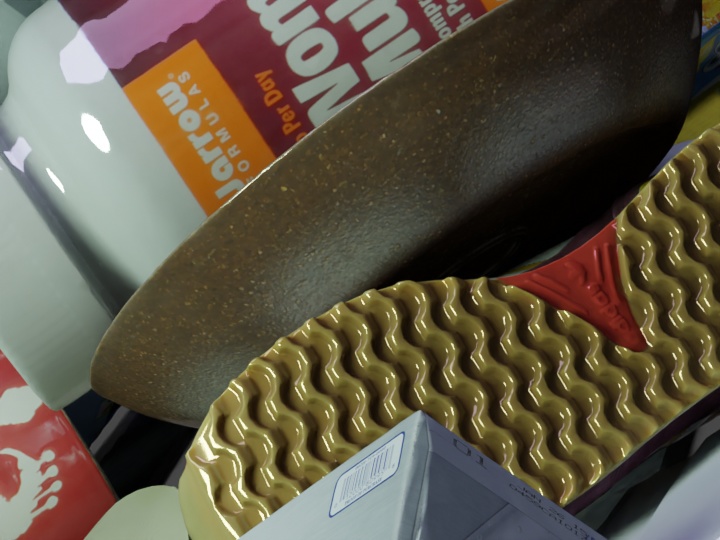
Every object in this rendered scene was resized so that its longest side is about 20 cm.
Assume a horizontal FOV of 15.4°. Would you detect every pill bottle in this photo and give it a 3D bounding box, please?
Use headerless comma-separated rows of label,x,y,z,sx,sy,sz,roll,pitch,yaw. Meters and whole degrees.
pill bottle,-0.032,-0.052,0.771,0.200,0.110,0.110,-35,16,-4

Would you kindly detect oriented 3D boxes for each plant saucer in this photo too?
plant saucer,0.019,-0.012,0.716,0.200,0.037,0.200,-33,-11,-7

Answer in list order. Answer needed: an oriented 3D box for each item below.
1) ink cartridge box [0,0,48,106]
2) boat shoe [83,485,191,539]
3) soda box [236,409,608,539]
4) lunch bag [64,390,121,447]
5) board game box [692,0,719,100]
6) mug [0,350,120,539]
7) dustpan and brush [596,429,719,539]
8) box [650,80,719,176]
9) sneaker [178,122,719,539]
ink cartridge box,-0.099,-0.071,0.824,0.200,0.041,0.200,-18,-36,-36
boat shoe,-0.039,0.107,0.715,0.074,0.063,0.201,-58,21,-9
soda box,-0.030,0.113,0.569,0.200,0.068,0.064,-38,26,37
lunch bag,-0.153,0.031,0.958,0.199,0.094,0.151,-2,-37,-27
board game box,0.099,-0.105,0.901,0.200,0.105,0.103,-36,-19,-16
mug,-0.165,0.127,0.845,0.200,0.178,0.134,-33,-21,-14
dustpan and brush,0.142,0.038,0.591,0.200,0.057,0.140,-35,1,22
box,0.101,-0.007,0.797,0.200,0.048,0.117,-34,16,-6
sneaker,0.044,0.032,0.672,0.200,0.075,0.090,-25,-16,-17
